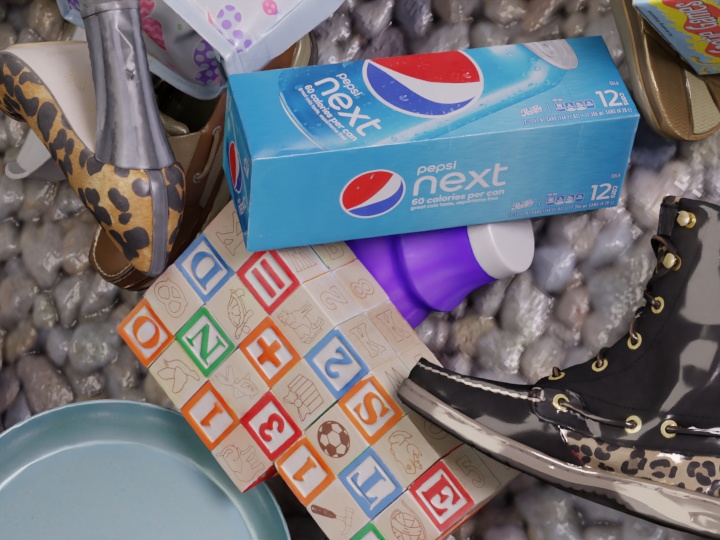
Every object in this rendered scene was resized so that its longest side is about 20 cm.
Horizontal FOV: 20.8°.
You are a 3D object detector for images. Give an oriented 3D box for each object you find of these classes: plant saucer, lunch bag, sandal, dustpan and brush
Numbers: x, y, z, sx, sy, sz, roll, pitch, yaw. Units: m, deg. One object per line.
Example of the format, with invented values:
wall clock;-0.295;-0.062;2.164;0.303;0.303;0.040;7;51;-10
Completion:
plant saucer;-0.134;0.168;1.041;0.199;0.027;0.201;2;68;-5
lunch bag;-0.073;-0.196;1.084;0.169;0.127;0.200;-41;49;-16
sandal;0.149;-0.160;1.015;0.054;0.080;0.201;-22;68;57
dustpan and brush;-0.174;-0.104;1.214;0.200;0.057;0.140;35;102;52

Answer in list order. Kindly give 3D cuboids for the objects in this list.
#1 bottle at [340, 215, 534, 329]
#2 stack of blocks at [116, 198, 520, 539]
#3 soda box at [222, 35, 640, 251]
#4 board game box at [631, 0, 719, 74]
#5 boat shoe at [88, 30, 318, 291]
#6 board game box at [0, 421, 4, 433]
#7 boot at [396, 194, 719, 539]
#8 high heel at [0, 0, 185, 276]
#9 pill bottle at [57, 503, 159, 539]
bottle;0.000;0.000;1.080;0.199;0.065;0.084;-16;78;33
stack of blocks;-0.024;0.067;1.034;0.200;0.059;0.115;51;122;10
soda box;0.034;-0.065;0.989;0.068;0.199;0.064;97;160;-48
board game box;0.235;-0.166;0.903;0.199;0.103;0.105;-6;74;27
boat shoe;-0.109;-0.082;1.179;0.076;0.074;0.200;40;102;35
board game box;-0.239;0.117;1.198;0.032;0.120;0.200;-31;60;5
boot;0.131;0.037;0.945;0.199;0.073;0.151;19;87;18
high heel;-0.156;-0.059;1.087;0.200;0.071;0.143;-14;85;63
pill bottle;-0.137;0.196;1.104;0.111;0.111;0.201;-23;66;31
